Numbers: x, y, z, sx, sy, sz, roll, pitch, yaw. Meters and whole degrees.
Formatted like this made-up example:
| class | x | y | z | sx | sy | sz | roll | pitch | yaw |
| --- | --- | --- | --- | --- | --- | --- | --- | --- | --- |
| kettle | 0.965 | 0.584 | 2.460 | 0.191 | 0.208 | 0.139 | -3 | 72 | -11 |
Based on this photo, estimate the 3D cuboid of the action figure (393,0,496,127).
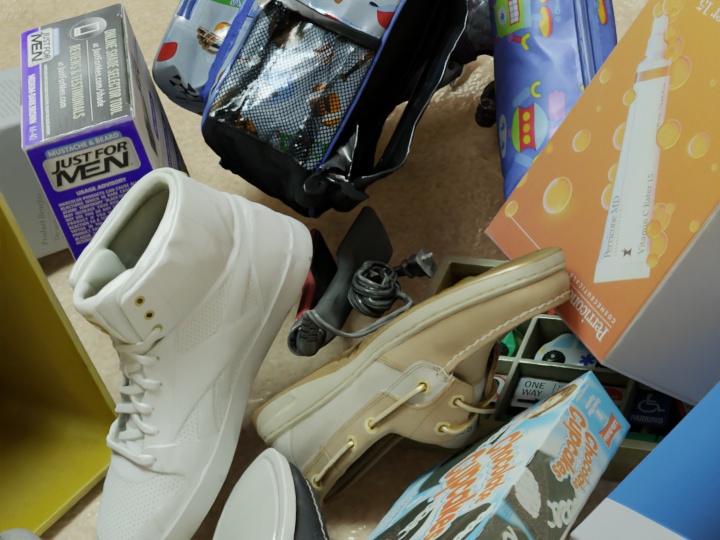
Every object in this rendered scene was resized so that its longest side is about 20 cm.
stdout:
| class | x | y | z | sx | sy | sz | roll | pitch | yaw |
| --- | --- | --- | --- | --- | --- | --- | --- | --- | --- |
| action figure | 0.047 | -0.136 | 1.164 | 0.200 | 0.130 | 0.069 | -25 | 8 | 10 |

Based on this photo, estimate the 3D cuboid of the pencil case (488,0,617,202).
| class | x | y | z | sx | sy | sz | roll | pitch | yaw |
| --- | --- | --- | --- | --- | --- | --- | --- | --- | --- |
| pencil case | 0.116 | -0.119 | 1.076 | 0.078 | 0.087 | 0.201 | 2 | 76 | -26 |

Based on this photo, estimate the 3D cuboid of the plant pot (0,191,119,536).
| class | x | y | z | sx | sy | sz | roll | pitch | yaw |
| --- | --- | --- | --- | --- | --- | --- | --- | --- | --- |
| plant pot | -0.278 | 0.062 | 0.983 | 0.176 | 0.200 | 0.200 | 14 | 47 | 44 |

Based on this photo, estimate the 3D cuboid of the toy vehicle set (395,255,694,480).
| class | x | y | z | sx | sy | sz | roll | pitch | yaw |
| --- | --- | --- | --- | --- | --- | --- | --- | --- | --- |
| toy vehicle set | 0.118 | 0.051 | 0.989 | 0.199 | 0.027 | 0.124 | 6 | 45 | 23 |

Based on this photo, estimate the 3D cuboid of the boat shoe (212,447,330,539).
| class | x | y | z | sx | sy | sz | roll | pitch | yaw |
| --- | --- | --- | --- | --- | --- | --- | --- | --- | --- |
| boat shoe | -0.029 | 0.164 | 0.881 | 0.060 | 0.074 | 0.200 | 25 | 25 | -23 |

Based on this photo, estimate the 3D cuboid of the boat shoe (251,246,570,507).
| class | x | y | z | sx | sy | sz | roll | pitch | yaw |
| --- | --- | --- | --- | --- | --- | --- | --- | --- | --- |
| boat shoe | 0.034 | 0.056 | 0.924 | 0.200 | 0.069 | 0.074 | -34 | -9 | 37 |

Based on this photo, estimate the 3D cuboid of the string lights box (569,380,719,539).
| class | x | y | z | sx | sy | sz | roll | pitch | yaw |
| --- | --- | --- | --- | --- | --- | --- | --- | --- | --- |
| string lights box | 0.183 | 0.100 | 0.855 | 0.059 | 0.103 | 0.200 | 26 | 55 | 38 |

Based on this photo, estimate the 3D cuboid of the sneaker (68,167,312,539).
| class | x | y | z | sx | sy | sz | roll | pitch | yaw |
| --- | --- | --- | --- | --- | --- | --- | --- | --- | --- |
| sneaker | -0.111 | 0.048 | 0.938 | 0.074 | 0.115 | 0.201 | 18 | 84 | 45 |

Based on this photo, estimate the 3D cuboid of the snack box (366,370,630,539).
| class | x | y | z | sx | sy | sz | roll | pitch | yaw |
| --- | --- | --- | --- | --- | --- | --- | --- | --- | --- |
| snack box | 0.041 | 0.121 | 0.829 | 0.116 | 0.037 | 0.200 | -34 | 4 | 29 |

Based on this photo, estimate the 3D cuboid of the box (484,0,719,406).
| class | x | y | z | sx | sy | sz | roll | pitch | yaw |
| --- | --- | --- | --- | --- | --- | --- | --- | --- | --- |
| box | 0.175 | -0.052 | 0.913 | 0.200 | 0.097 | 0.124 | -56 | 39 | 15 |

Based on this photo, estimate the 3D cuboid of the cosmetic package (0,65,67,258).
| class | x | y | z | sx | sy | sz | roll | pitch | yaw |
| --- | --- | --- | --- | --- | --- | --- | --- | --- | --- |
| cosmetic package | -0.233 | -0.055 | 1.134 | 0.200 | 0.102 | 0.074 | -19 | 37 | -25 |

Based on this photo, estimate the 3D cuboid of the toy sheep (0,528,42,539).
| class | x | y | z | sx | sy | sz | roll | pitch | yaw |
| --- | --- | --- | --- | --- | --- | --- | --- | --- | --- |
| toy sheep | -0.194 | 0.177 | 0.870 | 0.199 | 0.138 | 0.138 | 3 | 33 | -28 |

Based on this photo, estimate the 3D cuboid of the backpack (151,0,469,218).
| class | x | y | z | sx | sy | sz | roll | pitch | yaw |
| --- | --- | --- | --- | --- | --- | --- | --- | --- | --- |
| backpack | -0.021 | -0.136 | 1.051 | 0.154 | 0.200 | 0.191 | 34 | 89 | -3 |

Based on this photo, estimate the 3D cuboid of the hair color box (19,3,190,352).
| class | x | y | z | sx | sy | sz | roll | pitch | yaw |
| --- | --- | --- | --- | --- | --- | --- | --- | --- | --- |
| hair color box | -0.122 | -0.029 | 1.019 | 0.065 | 0.200 | 0.109 | -15 | 40 | 1 |

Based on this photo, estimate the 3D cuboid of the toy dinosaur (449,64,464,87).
| class | x | y | z | sx | sy | sz | roll | pitch | yaw |
| --- | --- | --- | --- | --- | --- | --- | --- | --- | --- |
| toy dinosaur | -0.002 | -0.169 | 1.270 | 0.181 | 0.105 | 0.200 | 12 | 13 | 41 |

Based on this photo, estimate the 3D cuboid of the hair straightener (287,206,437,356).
| class | x | y | z | sx | sy | sz | roll | pitch | yaw |
| --- | --- | --- | --- | --- | --- | --- | --- | --- | --- |
| hair straightener | 0.000 | 0.000 | 1.003 | 0.077 | 0.041 | 0.200 | -24 | 9 | 11 |
